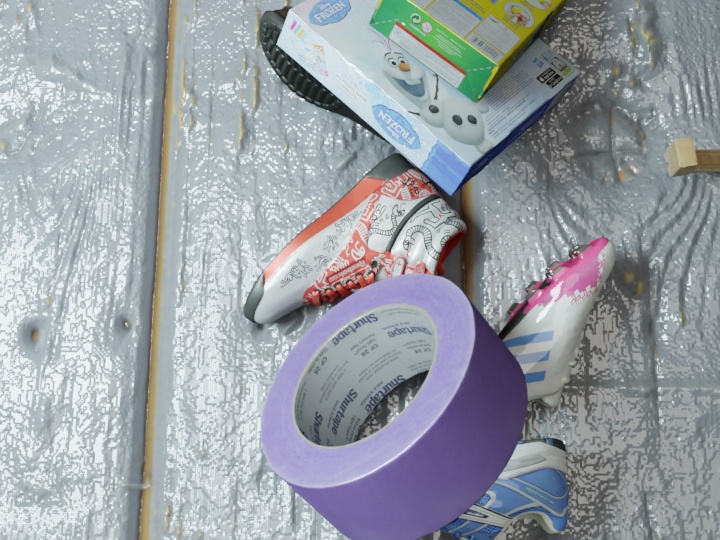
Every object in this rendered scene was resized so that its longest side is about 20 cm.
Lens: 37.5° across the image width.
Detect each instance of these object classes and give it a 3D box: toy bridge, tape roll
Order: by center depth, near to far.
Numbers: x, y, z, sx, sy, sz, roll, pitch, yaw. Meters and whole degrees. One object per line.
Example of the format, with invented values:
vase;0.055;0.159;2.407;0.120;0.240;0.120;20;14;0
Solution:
tape roll;0.024;0.105;0.830;0.200;0.200;0.085;-46;123;-7
toy bridge;0.365;-0.110;0.931;0.198;0.067;0.027;-11;78;-2

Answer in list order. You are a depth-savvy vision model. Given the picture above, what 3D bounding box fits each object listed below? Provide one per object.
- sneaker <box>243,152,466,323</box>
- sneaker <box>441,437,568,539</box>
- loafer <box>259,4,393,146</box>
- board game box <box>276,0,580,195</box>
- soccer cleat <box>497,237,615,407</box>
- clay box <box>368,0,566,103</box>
sneaker;0.000;-0.001;0.922;0.201;0.067;0.108;-43;77;-9
sneaker;0.078;0.191;0.874;0.198;0.076;0.078;-11;74;2
loafer;-0.002;-0.180;0.967;0.199;0.073;0.072;34;61;1
board game box;0.064;-0.184;0.921;0.199;0.043;0.200;43;49;9
soccer cleat;0.159;0.062;0.908;0.086;0.070;0.200;45;88;0
clay box;0.106;-0.235;0.919;0.115;0.048;0.200;37;46;6
